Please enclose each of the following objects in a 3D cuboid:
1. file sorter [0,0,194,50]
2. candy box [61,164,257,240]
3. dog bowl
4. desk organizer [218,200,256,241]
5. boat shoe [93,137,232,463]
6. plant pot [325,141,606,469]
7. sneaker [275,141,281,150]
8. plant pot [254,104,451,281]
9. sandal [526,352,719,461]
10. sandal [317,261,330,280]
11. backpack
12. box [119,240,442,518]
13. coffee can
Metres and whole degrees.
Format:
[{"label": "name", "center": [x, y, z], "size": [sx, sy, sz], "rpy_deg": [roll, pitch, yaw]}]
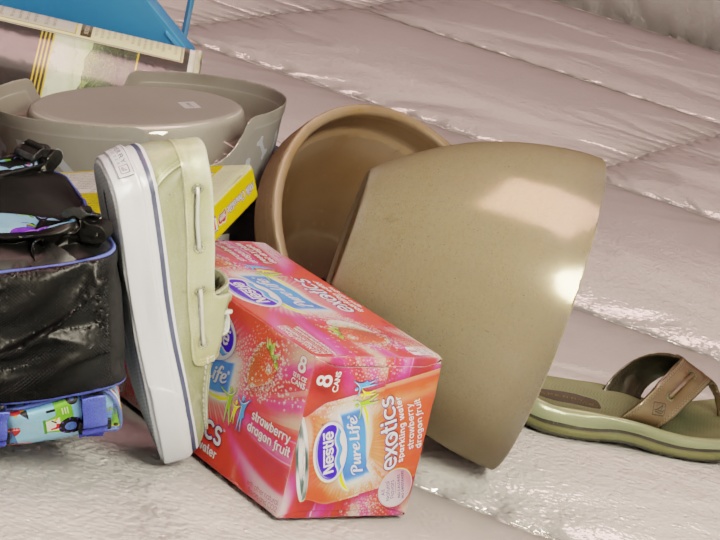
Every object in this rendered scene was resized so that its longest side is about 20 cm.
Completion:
[{"label": "file sorter", "center": [-0.240, -0.205, 2.057], "size": [0.139, 0.199, 0.123], "rpy_deg": [50, 28, -32]}, {"label": "candy box", "center": [-0.171, -0.030, 1.621], "size": [0.198, 0.027, 0.102], "rpy_deg": [-1, 23, 24]}, {"label": "dog bowl", "center": [-0.147, -0.087, 1.777], "size": [0.198, 0.059, 0.200], "rpy_deg": [2, 15, 0]}, {"label": "desk organizer", "center": [-0.156, -0.016, 1.762], "size": [0.199, 0.072, 0.077], "rpy_deg": [-12, 22, -43]}, {"label": "boat shoe", "center": [-0.101, 0.019, 1.486], "size": [0.062, 0.201, 0.072], "rpy_deg": [-14, 36, -12]}, {"label": "plant pot", "center": [0.052, 0.003, 1.644], "size": [0.134, 0.202, 0.200], "rpy_deg": [20, 14, -4]}, {"label": "sneaker", "center": [-0.062, -0.066, 2.092], "size": [0.199, 0.071, 0.108], "rpy_deg": [16, 8, 38]}, {"label": "plant pot", "center": [0.000, 0.000, 1.778], "size": [0.200, 0.202, 0.093], "rpy_deg": [2, -22, -38]}, {"label": "sandal", "center": [0.192, 0.084, 1.791], "size": [0.199, 0.058, 0.080], "rpy_deg": [8, 15, -20]}, {"label": "sandal", "center": [-0.050, -0.003, 1.888], "size": [0.081, 0.055, 0.200], "rpy_deg": [-3, 27, 10]}, {"label": "backpack", "center": [-0.238, 0.022, 1.473], "size": [0.198, 0.136, 0.183], "rpy_deg": [-10, 20, -15]}, {"label": "box", "center": [-0.052, 0.060, 1.572], "size": [0.095, 0.100, 0.200], "rpy_deg": [3, 18, -36]}, {"label": "coffee can", "center": [-0.226, -0.111, 1.959], "size": [0.198, 0.148, 0.146], "rpy_deg": [12, 14, -6]}]
